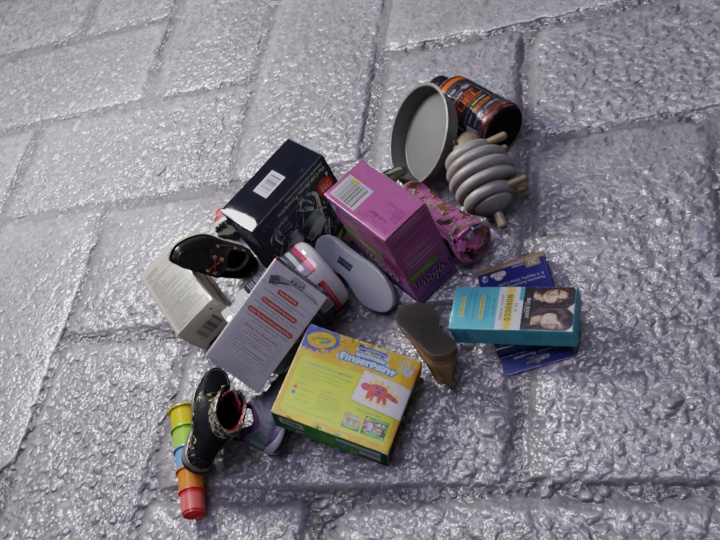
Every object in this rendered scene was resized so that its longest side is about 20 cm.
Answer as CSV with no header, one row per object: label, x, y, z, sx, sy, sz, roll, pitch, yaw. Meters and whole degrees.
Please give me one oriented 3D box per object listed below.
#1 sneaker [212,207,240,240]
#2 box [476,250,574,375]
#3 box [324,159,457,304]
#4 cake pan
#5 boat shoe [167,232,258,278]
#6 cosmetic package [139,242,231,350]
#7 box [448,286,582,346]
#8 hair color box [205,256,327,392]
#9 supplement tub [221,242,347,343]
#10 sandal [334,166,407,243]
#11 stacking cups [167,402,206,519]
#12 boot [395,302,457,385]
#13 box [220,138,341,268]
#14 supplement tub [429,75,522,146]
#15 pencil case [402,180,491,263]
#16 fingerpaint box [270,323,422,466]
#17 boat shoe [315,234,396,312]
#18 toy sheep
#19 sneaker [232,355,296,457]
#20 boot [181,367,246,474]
sneaker,-0.220,-0.139,1.750,0.200,0.077,0.085,-23,45,8
box,0.271,0.068,1.396,0.121,0.032,0.200,-18,52,12
box,0.055,-0.067,1.483,0.097,0.200,0.176,-43,51,-8
cake pan,0.122,-0.260,1.628,0.200,0.037,0.201,-21,66,57
boat shoe,-0.279,-0.025,1.623,0.063,0.201,0.074,38,109,33
cosmetic package,-0.337,0.049,1.652,0.103,0.087,0.200,-45,50,4
box,0.247,0.072,1.350,0.199,0.049,0.082,-1,58,24
hair color box,-0.156,0.089,1.416,0.200,0.111,0.064,-53,6,4
supplement tub,-0.135,0.058,1.522,0.200,0.140,0.140,-40,49,-6
sandal,0.024,-0.120,1.633,0.201,0.057,0.080,-53,19,5
stacking cups,-0.294,0.326,1.457,0.060,0.061,0.200,-24,51,8
boot,0.109,0.120,1.413,0.073,0.076,0.200,-16,29,-8
box,-0.133,-0.112,1.617,0.104,0.182,0.200,31,74,36
supplement tub,0.212,-0.313,1.648,0.107,0.107,0.200,-43,50,-9
pencil case,0.146,-0.090,1.531,0.083,0.087,0.200,-40,47,-11
fingerpaint box,-0.020,0.201,1.372,0.200,0.073,0.167,17,64,11
boat shoe,0.000,0.000,1.549,0.200,0.057,0.069,43,113,24
toy sheep,0.224,-0.166,1.525,0.138,0.138,0.200,-24,66,8
sneaker,-0.147,0.211,1.443,0.087,0.074,0.200,20,62,0
boot,-0.236,0.228,1.435,0.154,0.073,0.204,-49,25,42
